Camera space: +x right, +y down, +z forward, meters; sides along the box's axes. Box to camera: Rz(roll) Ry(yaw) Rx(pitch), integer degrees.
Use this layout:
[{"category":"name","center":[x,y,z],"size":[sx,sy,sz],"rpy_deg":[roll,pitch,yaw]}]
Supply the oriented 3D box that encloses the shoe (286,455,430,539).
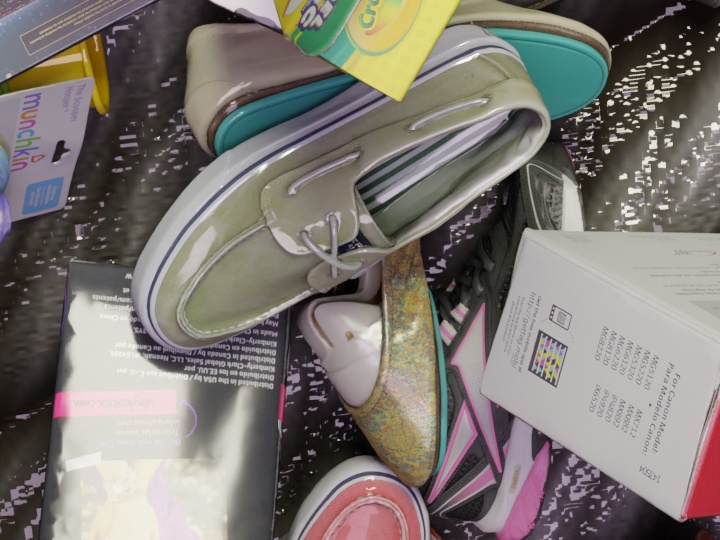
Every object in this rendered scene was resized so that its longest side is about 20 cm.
[{"category":"shoe","center":[-0.012,0.193,1.036],"size":[0.071,0.091,0.202],"rpy_deg":[15,105,-8]}]

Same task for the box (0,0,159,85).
[{"category":"box","center":[-0.202,-0.135,0.962],"size":[0.199,0.038,0.137],"rpy_deg":[-26,98,6]}]

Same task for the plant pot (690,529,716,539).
[{"category":"plant pot","center":[0.123,0.259,1.087],"size":[0.194,0.201,0.202],"rpy_deg":[-26,108,13]}]

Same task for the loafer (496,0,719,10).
[{"category":"loafer","center":[0.152,-0.152,1.013],"size":[0.199,0.073,0.073],"rpy_deg":[-21,112,4]}]

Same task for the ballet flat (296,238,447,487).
[{"category":"ballet flat","center":[0.000,0.000,1.024],"size":[0.070,0.071,0.202],"rpy_deg":[-1,84,-3]}]

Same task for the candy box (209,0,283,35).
[{"category":"candy box","center":[-0.012,-0.178,0.924],"size":[0.061,0.200,0.137],"rpy_deg":[24,103,-10]}]

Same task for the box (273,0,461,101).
[{"category":"box","center":[0.016,-0.130,0.732],"size":[0.048,0.200,0.118],"rpy_deg":[28,103,-11]}]

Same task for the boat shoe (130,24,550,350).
[{"category":"boat shoe","center":[-0.010,-0.030,0.934],"size":[0.199,0.062,0.072],"rpy_deg":[-38,126,2]}]

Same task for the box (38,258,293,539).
[{"category":"box","center":[-0.093,0.109,1.008],"size":[0.105,0.122,0.202],"rpy_deg":[6,75,-6]}]

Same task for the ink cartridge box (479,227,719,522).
[{"category":"ink cartridge box","center":[0.187,0.051,0.981],"size":[0.199,0.175,0.085],"rpy_deg":[1,112,-40]}]

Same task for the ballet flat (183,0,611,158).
[{"category":"ballet flat","center":[0.014,-0.096,0.986],"size":[0.198,0.069,0.070],"rpy_deg":[-9,109,-19]}]

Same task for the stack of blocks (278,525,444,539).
[{"category":"stack of blocks","center":[-0.048,0.189,1.112],"size":[0.200,0.059,0.115],"rpy_deg":[-39,106,8]}]

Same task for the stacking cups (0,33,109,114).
[{"category":"stacking cups","center":[-0.218,-0.088,1.017],"size":[0.198,0.061,0.061],"rpy_deg":[-8,108,1]}]

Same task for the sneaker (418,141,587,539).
[{"category":"sneaker","center":[0.057,0.036,1.062],"size":[0.086,0.080,0.202],"rpy_deg":[9,105,-3]}]

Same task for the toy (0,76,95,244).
[{"category":"toy","center":[-0.211,-0.017,0.974],"size":[0.199,0.115,0.047],"rpy_deg":[-14,67,-22]}]
